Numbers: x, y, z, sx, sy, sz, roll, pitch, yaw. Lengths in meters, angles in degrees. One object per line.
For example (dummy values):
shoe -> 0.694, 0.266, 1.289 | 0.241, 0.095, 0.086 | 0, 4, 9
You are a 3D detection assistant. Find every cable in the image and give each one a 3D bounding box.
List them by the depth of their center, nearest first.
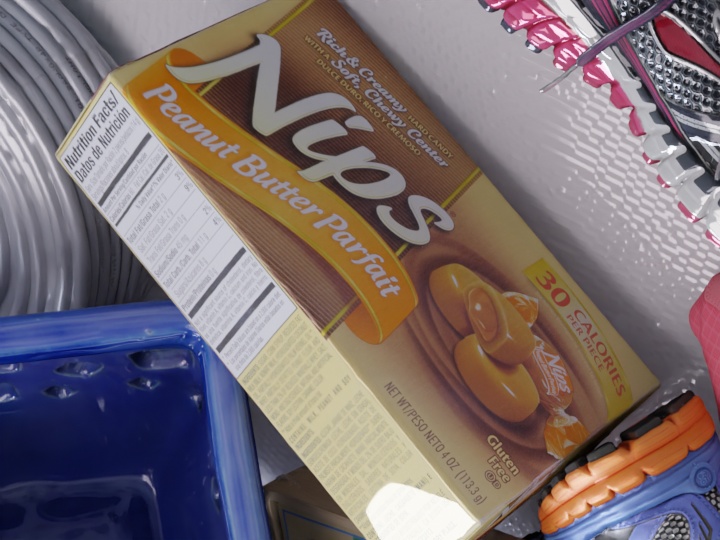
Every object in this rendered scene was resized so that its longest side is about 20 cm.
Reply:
cable -> -0.175, -0.042, 1.051 | 0.200, 0.069, 0.200 | -29, 98, 44

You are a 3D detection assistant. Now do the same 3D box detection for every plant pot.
plant pot -> -0.128, 0.129, 0.989 | 0.199, 0.180, 0.201 | -8, 80, -1

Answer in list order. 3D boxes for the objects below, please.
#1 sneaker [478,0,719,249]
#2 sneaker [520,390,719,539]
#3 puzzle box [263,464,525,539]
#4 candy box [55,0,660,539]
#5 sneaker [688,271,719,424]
sneaker -> 0.117, -0.071, 0.809 | 0.200, 0.081, 0.075 | 42, 132, 7
sneaker -> 0.090, 0.122, 0.924 | 0.079, 0.075, 0.200 | 56, 156, 16
puzzle box -> 0.026, 0.180, 0.961 | 0.133, 0.025, 0.201 | 13, 119, 49
candy box -> 0.000, 0.000, 0.901 | 0.200, 0.115, 0.055 | 50, 134, 9
sneaker -> 0.175, 0.079, 0.883 | 0.087, 0.074, 0.201 | -2, 115, 55
